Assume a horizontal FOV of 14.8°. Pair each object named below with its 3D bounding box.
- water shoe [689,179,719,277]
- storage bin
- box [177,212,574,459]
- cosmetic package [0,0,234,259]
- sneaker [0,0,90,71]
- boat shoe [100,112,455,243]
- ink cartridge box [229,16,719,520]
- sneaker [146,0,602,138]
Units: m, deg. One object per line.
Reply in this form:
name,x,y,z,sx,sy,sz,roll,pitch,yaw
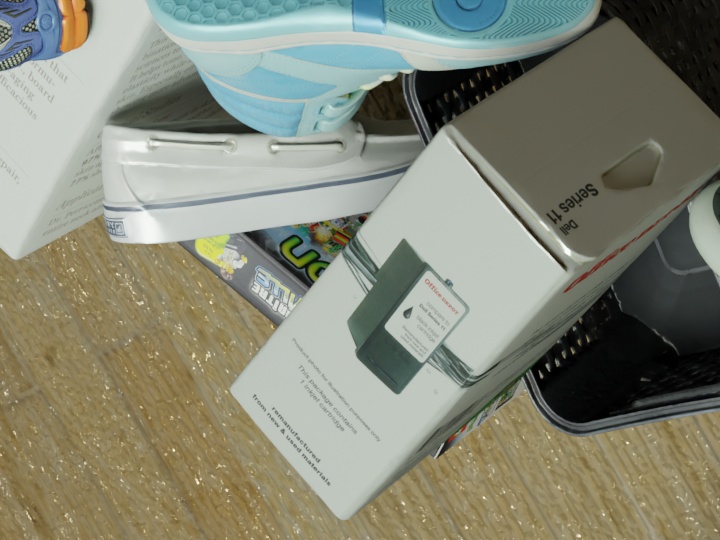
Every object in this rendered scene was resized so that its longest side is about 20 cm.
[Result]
water shoe,0.217,0.030,1.203,0.199,0.072,0.079,25,136,-16
storage bin,0.124,-0.038,1.285,0.135,0.094,0.201,-14,102,44
box,0.000,0.000,1.397,0.200,0.110,0.035,39,132,16
cosmetic package,-0.138,-0.150,1.390,0.166,0.167,0.200,47,133,12
sneaker,-0.222,-0.132,1.299,0.199,0.078,0.076,8,116,38
boat shoe,-0.030,-0.060,1.342,0.073,0.199,0.066,20,118,63
ink cartridge box,0.052,-0.001,1.199,0.083,0.146,0.200,48,133,8
sneaker,0.012,-0.109,1.237,0.198,0.080,0.131,4,160,10
